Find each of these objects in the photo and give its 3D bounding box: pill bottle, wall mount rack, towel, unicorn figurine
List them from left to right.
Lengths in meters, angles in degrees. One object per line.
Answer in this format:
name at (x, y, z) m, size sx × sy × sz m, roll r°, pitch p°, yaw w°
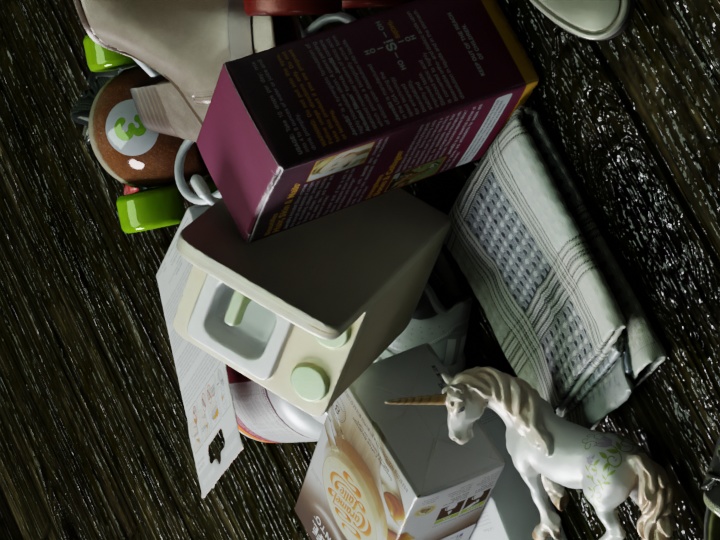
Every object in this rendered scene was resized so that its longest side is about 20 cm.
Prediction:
wall mount rack at (-0.098, -0.149, 1.773) m, size 0.200 × 0.074 × 0.174 m, roll -40°, pitch 62°, yaw 21°
pill bottle at (-0.040, 0.085, 1.914) m, size 0.200 × 0.109 × 0.110 m, roll -13°, pitch 97°, yaw 66°
towel at (0.123, 0.015, 1.607) m, size 0.201 × 0.034 × 0.193 m, roll 62°, pitch 155°, yaw 15°
unicorn figurine at (0.133, 0.132, 1.603) m, size 0.199 × 0.074 × 0.138 m, roll 6°, pitch 129°, yaw 29°

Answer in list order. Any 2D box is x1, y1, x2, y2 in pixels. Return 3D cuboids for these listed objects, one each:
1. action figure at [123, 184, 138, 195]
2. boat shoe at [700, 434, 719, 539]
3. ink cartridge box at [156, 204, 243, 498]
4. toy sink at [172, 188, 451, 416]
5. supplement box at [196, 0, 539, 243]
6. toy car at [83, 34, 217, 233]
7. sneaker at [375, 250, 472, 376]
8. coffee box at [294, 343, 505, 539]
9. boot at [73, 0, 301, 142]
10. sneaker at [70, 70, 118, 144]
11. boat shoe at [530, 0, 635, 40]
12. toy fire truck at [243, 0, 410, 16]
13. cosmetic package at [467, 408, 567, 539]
action figure at (-0.161, -0.073, 2.096) m, size 0.200 × 0.065 × 0.099 m, roll 129°, pitch 134°, yaw -63°
boat shoe at (0.240, 0.135, 1.414) m, size 0.072 × 0.066 × 0.201 m, roll 44°, pitch 145°, yaw 45°
ink cartridge box at (-0.113, 0.065, 1.887) m, size 0.161 × 0.050 × 0.201 m, roll 126°, pitch 131°, yaw -65°
toy sink at (-0.045, 0.013, 1.636) m, size 0.130 × 0.200 × 0.112 m, roll 29°, pitch 123°, yaw 11°
supplement box at (0.003, -0.106, 1.560) m, size 0.086 × 0.199 × 0.110 m, roll 62°, pitch 156°, yaw 17°
toy car at (-0.109, -0.128, 1.868) m, size 0.200 × 0.157 × 0.165 m, roll -7°, pitch 95°, yaw 54°
sneaker at (0.000, 0.000, 1.771) m, size 0.199 × 0.075 × 0.116 m, roll 24°, pitch 127°, yaw 14°
coffee box at (0.026, 0.161, 1.750) m, size 0.115 × 0.079 × 0.200 m, roll 57°, pitch 152°, yaw 26°
boot at (-0.116, -0.176, 1.665) m, size 0.146 × 0.070 × 0.201 m, roll -6°, pitch 121°, yaw 33°
sneaker at (-0.208, -0.181, 2.033) m, size 0.114 × 0.076 × 0.200 m, roll -27°, pitch 67°, yaw 27°
boat shoe at (0.112, -0.211, 1.443) m, size 0.067 × 0.057 × 0.200 m, roll -53°, pitch 58°, yaw 21°
toy fire truck at (-0.066, -0.231, 1.598) m, size 0.167 × 0.200 × 0.113 m, roll 3°, pitch 99°, yaw 35°
cosmetic package at (0.077, 0.174, 1.809) m, size 0.200 × 0.052 × 0.151 m, roll -32°, pitch 77°, yaw 65°
